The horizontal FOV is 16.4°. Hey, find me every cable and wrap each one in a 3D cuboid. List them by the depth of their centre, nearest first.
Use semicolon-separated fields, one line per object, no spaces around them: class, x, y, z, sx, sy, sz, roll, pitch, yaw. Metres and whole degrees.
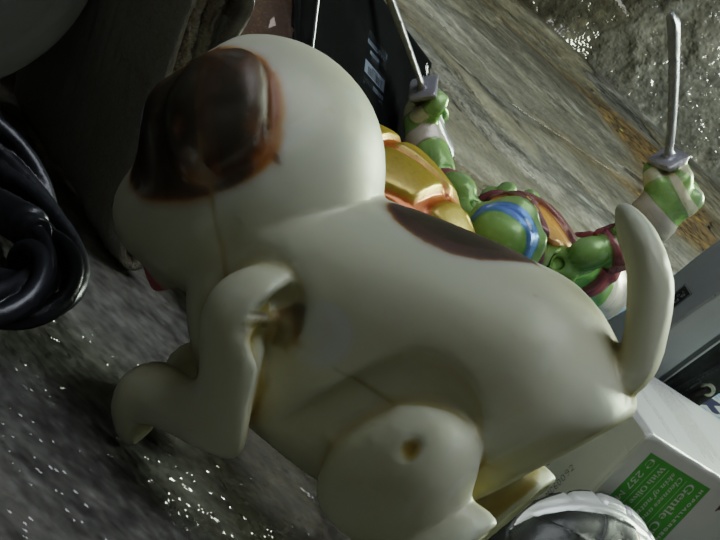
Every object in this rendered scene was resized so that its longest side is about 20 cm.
cable;-0.158;-0.046;0.911;0.163;0.051;0.200;44;12;7

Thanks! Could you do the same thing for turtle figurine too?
turtle figurine;0.096;-0.051;1.238;0.194;0.143;0.202;46;35;-77

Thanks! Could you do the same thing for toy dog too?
toy dog;-0.008;0.008;0.893;0.200;0.194;0.139;50;26;8

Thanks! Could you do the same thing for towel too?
towel;-0.093;-0.118;1.047;0.034;0.201;0.133;-2;38;-32

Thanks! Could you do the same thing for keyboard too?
keyboard;0.002;-0.118;1.215;0.020;0.128;0.200;3;-13;16

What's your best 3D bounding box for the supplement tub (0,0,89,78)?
supplement tub;-0.197;-0.177;1.063;0.122;0.123;0.200;29;18;-46

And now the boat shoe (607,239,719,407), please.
boat shoe;0.138;0.051;1.175;0.057;0.199;0.069;49;14;-20

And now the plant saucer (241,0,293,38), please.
plant saucer;-0.100;-0.135;1.228;0.199;0.037;0.202;12;52;-15

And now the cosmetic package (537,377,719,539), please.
cosmetic package;0.134;0.118;1.135;0.199;0.108;0.085;30;18;-40

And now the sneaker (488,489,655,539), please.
sneaker;0.120;0.157;1.042;0.199;0.074;0.080;32;18;-40

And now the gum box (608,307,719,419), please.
gum box;0.145;0.055;1.332;0.199;0.045;0.170;7;26;-27

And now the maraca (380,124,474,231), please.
maraca;0.000;0.000;1.098;0.136;0.108;0.200;2;31;-34
